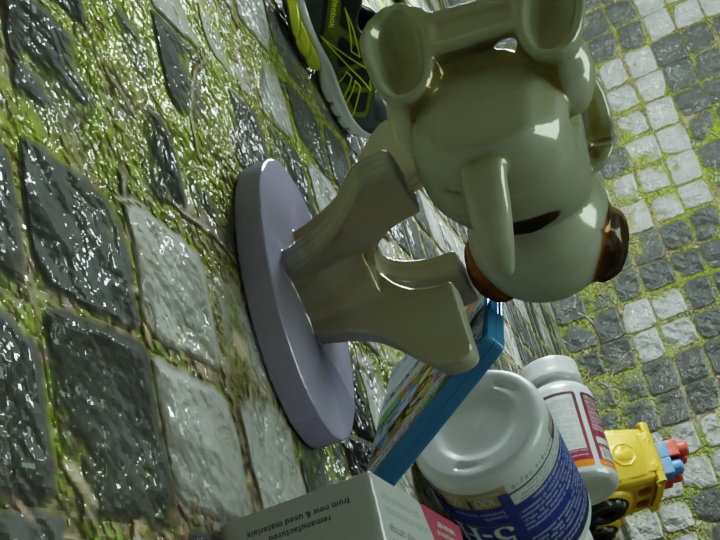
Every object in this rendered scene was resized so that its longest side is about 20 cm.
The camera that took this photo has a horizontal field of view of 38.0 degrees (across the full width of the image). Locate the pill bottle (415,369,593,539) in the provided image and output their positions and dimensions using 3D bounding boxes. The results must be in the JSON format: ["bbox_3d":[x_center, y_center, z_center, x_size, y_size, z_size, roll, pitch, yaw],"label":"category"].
[{"bbox_3d":[0.134,0.194,0.911,0.121,0.118,0.201,-94,158,-51],"label":"pill bottle"}]

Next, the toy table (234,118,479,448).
[{"bbox_3d":[0.000,0.000,0.677,0.184,0.116,0.203,37,34,-66],"label":"toy table"}]

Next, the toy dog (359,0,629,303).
[{"bbox_3d":[0.107,-0.061,0.657,0.201,0.138,0.196,55,18,-51],"label":"toy dog"}]

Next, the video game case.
[{"bbox_3d":[0.058,0.069,0.773,0.018,0.144,0.200,35,19,-4],"label":"video game case"}]

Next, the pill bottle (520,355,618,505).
[{"bbox_3d":[0.297,0.232,1.519,0.110,0.108,0.202,53,21,-49],"label":"pill bottle"}]

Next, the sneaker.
[{"bbox_3d":[-0.004,-0.206,1.029,0.200,0.083,0.075,51,23,-53],"label":"sneaker"}]

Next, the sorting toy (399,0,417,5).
[{"bbox_3d":[0.054,-0.567,1.911,0.200,0.036,0.188,22,49,-78],"label":"sorting toy"}]

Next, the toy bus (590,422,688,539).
[{"bbox_3d":[0.415,0.326,1.626,0.202,0.188,0.137,81,-3,-51],"label":"toy bus"}]

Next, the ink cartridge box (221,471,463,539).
[{"bbox_3d":[0.016,0.216,0.485,0.145,0.083,0.203,45,27,-58],"label":"ink cartridge box"}]
